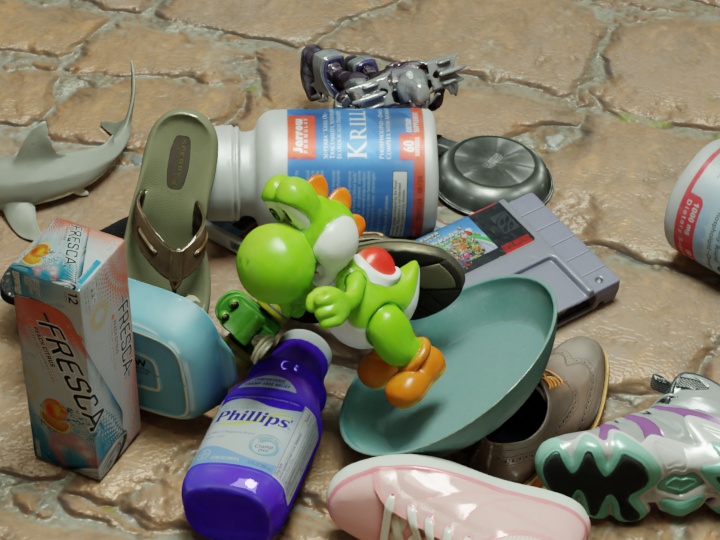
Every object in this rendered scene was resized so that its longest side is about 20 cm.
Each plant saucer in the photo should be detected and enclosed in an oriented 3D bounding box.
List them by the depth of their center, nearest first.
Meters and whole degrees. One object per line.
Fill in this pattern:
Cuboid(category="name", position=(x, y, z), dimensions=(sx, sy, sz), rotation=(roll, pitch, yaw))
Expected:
Cuboid(category="plant saucer", position=(0.075, 0.083, 1.675), dimensions=(0.199, 0.036, 0.200), rotation=(-30, 25, 15))

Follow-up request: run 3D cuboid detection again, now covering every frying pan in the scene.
Cuboid(category="frying pan", position=(0.102, -0.110, 2.000), dimensions=(0.114, 0.031, 0.190), rotation=(-19, 46, -25))

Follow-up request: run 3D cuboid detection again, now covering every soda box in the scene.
Cuboid(category="soda box", position=(-0.214, 0.061, 1.637), dimensions=(0.063, 0.201, 0.068), rotation=(18, 44, 20))

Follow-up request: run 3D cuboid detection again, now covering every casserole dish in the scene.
Cuboid(category="casserole dish", position=(-0.191, 0.059, 1.704), dimensions=(0.199, 0.122, 0.039), rotation=(17, 47, 22))

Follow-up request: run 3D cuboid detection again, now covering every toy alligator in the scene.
Cuboid(category="toy alligator", position=(-0.092, 0.040, 1.708), dimensions=(0.054, 0.059, 0.200), rotation=(39, 1, -2))

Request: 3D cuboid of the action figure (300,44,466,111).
Cuboid(category="action figure", position=(0.020, -0.166, 1.964), dimensions=(0.129, 0.070, 0.200), rotation=(-9, 14, -24))

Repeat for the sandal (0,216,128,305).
Cuboid(category="sandal", position=(-0.228, 0.004, 1.842), dimensions=(0.075, 0.045, 0.200), rotation=(31, 32, 24))

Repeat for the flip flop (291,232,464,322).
Cuboid(category="flip flop", position=(0.000, 0.000, 1.757), dimensions=(0.199, 0.081, 0.058), rotation=(-9, 41, 44))

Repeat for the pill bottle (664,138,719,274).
Cuboid(category="pill bottle", position=(0.367, -0.025, 1.837), dimensions=(0.199, 0.109, 0.109), rotation=(31, 47, 32))

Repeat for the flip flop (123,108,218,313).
Cuboid(category="flip flop", position=(-0.155, -0.036, 1.788), dimensions=(0.080, 0.202, 0.058), rotation=(9, -2, -7))

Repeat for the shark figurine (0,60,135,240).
Cuboid(category="shark figurine", position=(-0.271, -0.110, 1.939), dimensions=(0.214, 0.090, 0.128), rotation=(-24, 47, -26))

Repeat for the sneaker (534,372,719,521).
Cuboid(category="sneaker", position=(0.228, 0.126, 1.680), dimensions=(0.198, 0.078, 0.140), rotation=(7, 37, -8))

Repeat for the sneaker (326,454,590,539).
Cuboid(category="sneaker", position=(0.067, 0.200, 1.574), dimensions=(0.199, 0.076, 0.105), rotation=(10, 35, 4))

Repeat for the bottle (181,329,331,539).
Cuboid(category="bottle", position=(-0.072, 0.124, 1.670), dimensions=(0.083, 0.066, 0.200), rotation=(5, 38, 18))

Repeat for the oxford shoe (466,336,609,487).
Cuboid(category="oxford shoe", position=(0.147, 0.105, 1.696), dimensions=(0.071, 0.073, 0.200), rotation=(19, 42, 20))

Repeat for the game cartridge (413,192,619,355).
Cuboid(category="game cartridge", position=(0.106, 0.010, 1.830), dimensions=(0.199, 0.039, 0.130), rotation=(-25, 60, -29))

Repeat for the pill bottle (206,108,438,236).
Cuboid(category="pill bottle", position=(-0.035, -0.084, 1.865), dimensions=(0.198, 0.113, 0.113), rotation=(-1, 39, -4))

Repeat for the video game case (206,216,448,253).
Cuboid(category="video game case", position=(-0.035, -0.038, 1.911), dimensions=(0.199, 0.018, 0.143), rotation=(28, 46, 28))

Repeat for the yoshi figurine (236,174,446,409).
Cuboid(category="yoshi figurine", position=(-0.027, 0.022, 1.633), dimensions=(0.112, 0.200, 0.112), rotation=(-22, 29, 27))
